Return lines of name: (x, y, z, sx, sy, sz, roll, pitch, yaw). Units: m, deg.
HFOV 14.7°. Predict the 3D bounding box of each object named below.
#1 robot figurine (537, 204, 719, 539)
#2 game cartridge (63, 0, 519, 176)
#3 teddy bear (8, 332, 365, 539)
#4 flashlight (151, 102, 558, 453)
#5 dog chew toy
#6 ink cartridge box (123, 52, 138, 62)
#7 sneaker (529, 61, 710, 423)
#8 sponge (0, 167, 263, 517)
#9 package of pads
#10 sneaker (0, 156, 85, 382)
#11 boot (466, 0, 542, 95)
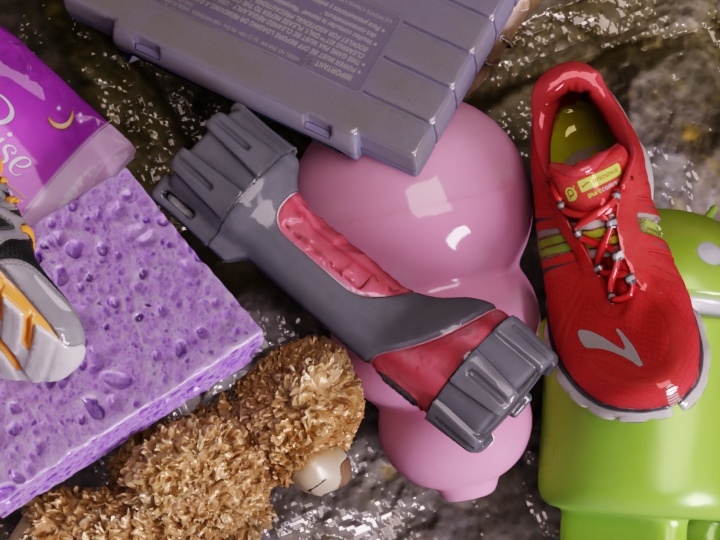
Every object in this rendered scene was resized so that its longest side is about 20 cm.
robot figurine: (0.152, 0.060, 1.425, 0.175, 0.116, 0.200, 9, 84, -50)
game cartridge: (-0.032, -0.137, 1.372, 0.200, 0.038, 0.130, 26, 76, 14)
teddy bear: (-0.081, 0.111, 1.343, 0.200, 0.145, 0.067, -24, 60, -17)
flashlight: (0.000, 0.000, 1.322, 0.200, 0.068, 0.068, 42, 37, 10)
dog chew toy: (0.035, 0.017, 1.408, 0.124, 0.125, 0.200, -13, 94, -17)
ink cartridge box: (-0.048, -0.189, 1.450, 0.200, 0.044, 0.094, -24, 87, -18)
sneaker: (0.112, -0.016, 1.335, 0.077, 0.085, 0.200, -17, 52, 4)
sponge: (-0.157, 0.044, 1.295, 0.200, 0.030, 0.112, -33, 71, -18)
package of pads: (-0.214, -0.022, 1.360, 0.120, 0.076, 0.200, 40, 73, -10)
sneaker: (-0.190, -0.031, 1.275, 0.200, 0.078, 0.077, 45, 54, 13)
boot: (0.062, -0.137, 1.469, 0.200, 0.074, 0.076, -22, 103, -11)
